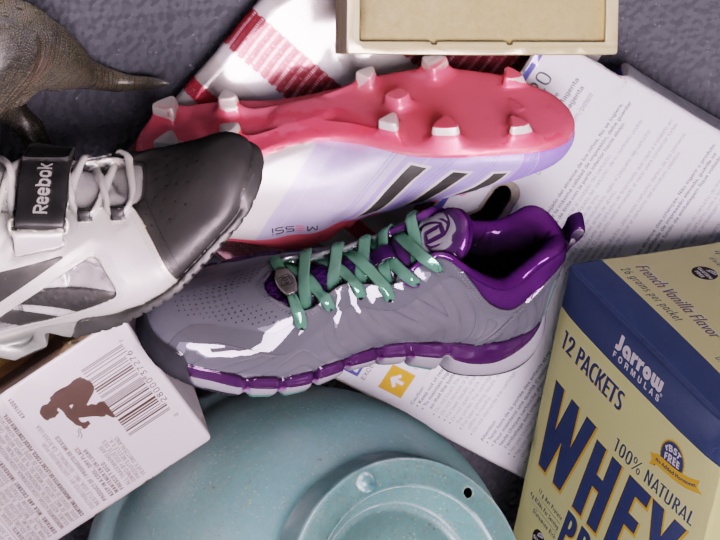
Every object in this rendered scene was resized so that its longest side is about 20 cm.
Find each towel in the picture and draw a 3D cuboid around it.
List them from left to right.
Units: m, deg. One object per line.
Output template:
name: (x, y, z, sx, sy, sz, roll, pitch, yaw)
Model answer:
towel: (0.003, -0.078, 1.254, 0.144, 0.023, 0.200, 40, 97, -19)

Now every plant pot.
plant pot: (-0.008, 0.145, 1.214, 0.200, 0.134, 0.201, 4, 82, -28)

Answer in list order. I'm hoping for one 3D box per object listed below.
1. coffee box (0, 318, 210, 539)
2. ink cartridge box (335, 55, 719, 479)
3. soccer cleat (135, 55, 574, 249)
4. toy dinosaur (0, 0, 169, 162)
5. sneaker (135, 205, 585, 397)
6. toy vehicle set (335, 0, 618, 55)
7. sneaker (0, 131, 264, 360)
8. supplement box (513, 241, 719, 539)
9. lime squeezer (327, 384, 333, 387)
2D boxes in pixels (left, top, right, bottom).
coffee box: (-0.178, 0.080, 1.225, 0.200, 0.113, 0.080, -33, 115, 3)
ink cartridge box: (0.112, 0.007, 1.292, 0.200, 0.043, 0.197, 29, 105, -20)
soccer cleat: (-0.003, -0.046, 1.214, 0.199, 0.067, 0.077, -5, 130, 0)
toy dinosaur: (-0.182, -0.084, 1.185, 0.199, 0.077, 0.103, 0, 123, -7)
sneaker: (0.000, 0.000, 1.183, 0.199, 0.075, 0.088, -4, 141, -28)
toy vehicle set: (0.053, -0.195, 1.190, 0.124, 0.027, 0.201, 0, 95, -11)
sneaker: (-0.139, -0.018, 1.150, 0.200, 0.074, 0.089, -26, 125, 15)
supplement box: (0.193, 0.102, 1.246, 0.200, 0.134, 0.200, -9, 125, -28)
lime squeezer: (-0.085, 0.132, 1.293, 0.038, 0.071, 0.200, 37, 66, 14)
